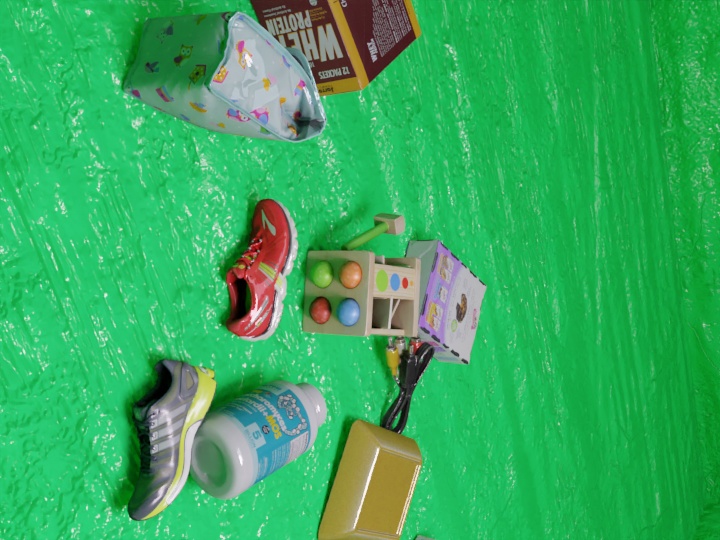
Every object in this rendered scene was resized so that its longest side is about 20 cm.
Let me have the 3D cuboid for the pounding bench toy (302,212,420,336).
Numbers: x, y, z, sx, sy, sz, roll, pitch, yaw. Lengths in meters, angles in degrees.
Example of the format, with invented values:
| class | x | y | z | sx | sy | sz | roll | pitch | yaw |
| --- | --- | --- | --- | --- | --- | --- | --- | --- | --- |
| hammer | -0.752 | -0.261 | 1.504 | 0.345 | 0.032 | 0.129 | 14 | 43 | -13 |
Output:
| class | x | y | z | sx | sy | sz | roll | pitch | yaw |
| --- | --- | --- | --- | --- | --- | --- | --- | --- | --- |
| pounding bench toy | 0.000 | 0.000 | 1.219 | 0.156 | 0.124 | 0.202 | 8 | 84 | -53 |

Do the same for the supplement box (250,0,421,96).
| class | x | y | z | sx | sy | sz | roll | pitch | yaw |
| --- | --- | --- | --- | --- | --- | --- | --- | --- | --- |
| supplement box | -0.036 | -0.391 | 1.159 | 0.200 | 0.132 | 0.198 | -52 | 129 | -40 |

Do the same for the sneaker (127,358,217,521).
| class | x | y | z | sx | sy | sz | roll | pitch | yaw |
| --- | --- | --- | --- | --- | --- | --- | --- | --- | --- |
| sneaker | -0.246 | 0.199 | 0.947 | 0.081 | 0.074 | 0.201 | 35 | 57 | -37 |

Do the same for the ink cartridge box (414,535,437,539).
| class | x | y | z | sx | sy | sz | roll | pitch | yaw |
| --- | --- | --- | --- | --- | --- | --- | --- | --- | --- |
| ink cartridge box | 0.107 | 0.606 | 1.402 | 0.200 | 0.083 | 0.146 | -42 | 123 | -45 |

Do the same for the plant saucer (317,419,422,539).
| class | x | y | z | sx | sy | sz | roll | pitch | yaw |
| --- | --- | --- | --- | --- | --- | --- | --- | --- | --- |
| plant saucer | 0.032 | 0.369 | 1.310 | 0.200 | 0.048 | 0.201 | 32 | 72 | -50 |

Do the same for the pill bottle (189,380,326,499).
| class | x | y | z | sx | sy | sz | roll | pitch | yaw |
| --- | --- | --- | --- | --- | --- | --- | --- | --- | --- |
| pill bottle | -0.133 | 0.216 | 1.054 | 0.200 | 0.110 | 0.112 | -22 | 107 | -52 |

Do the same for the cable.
| class | x | y | z | sx | sy | sz | roll | pitch | yaw |
| --- | --- | --- | --- | --- | --- | --- | --- | --- | --- |
| cable | 0.076 | 0.194 | 1.367 | 0.097 | 0.050 | 0.201 | -11 | 120 | -37 |

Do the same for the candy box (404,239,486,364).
| class | x | y | z | sx | sy | sz | roll | pitch | yaw |
| --- | --- | --- | --- | --- | --- | --- | --- | --- | --- |
| candy box | 0.148 | 0.062 | 1.463 | 0.200 | 0.071 | 0.169 | 39 | 60 | -46 |

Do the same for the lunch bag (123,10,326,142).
| class | x | y | z | sx | sy | sz | roll | pitch | yaw |
| --- | --- | --- | --- | --- | --- | --- | --- | --- | --- |
| lunch bag | -0.156 | -0.226 | 0.968 | 0.200 | 0.170 | 0.123 | 25 | 78 | -51 |

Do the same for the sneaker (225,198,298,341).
| class | x | y | z | sx | sy | sz | roll | pitch | yaw |
| --- | --- | --- | --- | --- | --- | --- | --- | --- | --- |
| sneaker | -0.142 | -0.005 | 1.072 | 0.085 | 0.077 | 0.202 | 14 | 79 | -47 |
